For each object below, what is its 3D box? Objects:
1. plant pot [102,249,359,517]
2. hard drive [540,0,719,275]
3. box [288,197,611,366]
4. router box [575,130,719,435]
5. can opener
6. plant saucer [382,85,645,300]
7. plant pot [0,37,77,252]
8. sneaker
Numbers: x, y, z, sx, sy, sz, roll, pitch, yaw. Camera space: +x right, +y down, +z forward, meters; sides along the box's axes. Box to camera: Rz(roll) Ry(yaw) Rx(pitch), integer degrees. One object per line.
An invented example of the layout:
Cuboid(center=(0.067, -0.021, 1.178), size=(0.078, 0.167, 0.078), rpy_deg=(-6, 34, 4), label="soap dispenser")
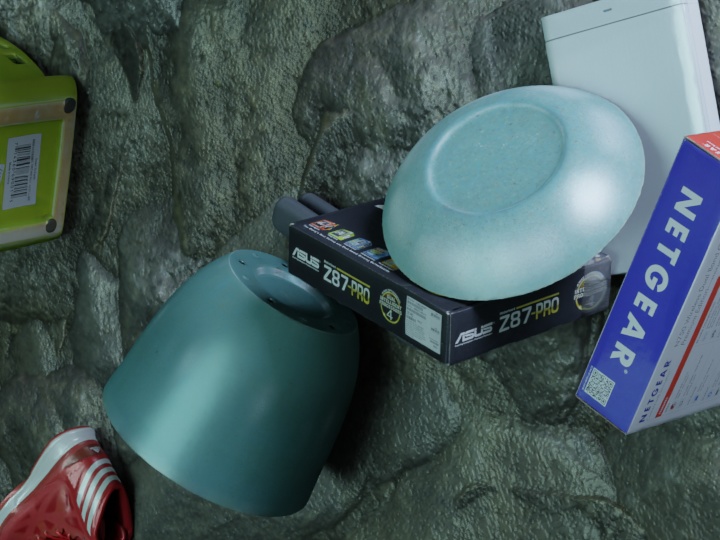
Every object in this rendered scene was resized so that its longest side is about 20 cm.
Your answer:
Cuboid(center=(-0.092, 0.082, 1.649), size=(0.200, 0.200, 0.162), rpy_deg=(42, 110, 32), label="plant pot")
Cuboid(center=(0.204, -0.101, 1.434), size=(0.131, 0.027, 0.201), rpy_deg=(-10, 90, 45), label="hard drive")
Cuboid(center=(0.065, -0.002, 1.474), size=(0.200, 0.160, 0.049), rpy_deg=(29, 125, 48), label="box")
Cuboid(center=(0.247, 0.000, 1.301), size=(0.049, 0.179, 0.201), rpy_deg=(38, 121, 33), label="router box")
Cuboid(center=(0.000, 0.000, 1.634), size=(0.200, 0.052, 0.067), rpy_deg=(38, 122, 34), label="can opener")
Cuboid(center=(0.102, -0.069, 1.401), size=(0.200, 0.201, 0.039), rpy_deg=(23, 155, 40), label="plant saucer")
Cuboid(center=(-0.391, -0.118, 1.908), size=(0.181, 0.198, 0.201), rpy_deg=(21, 111, 33), label="plant pot")
Cuboid(center=(-0.299, 0.261, 1.957), size=(0.116, 0.078, 0.201), rpy_deg=(52, 129, 27), label="sneaker")
